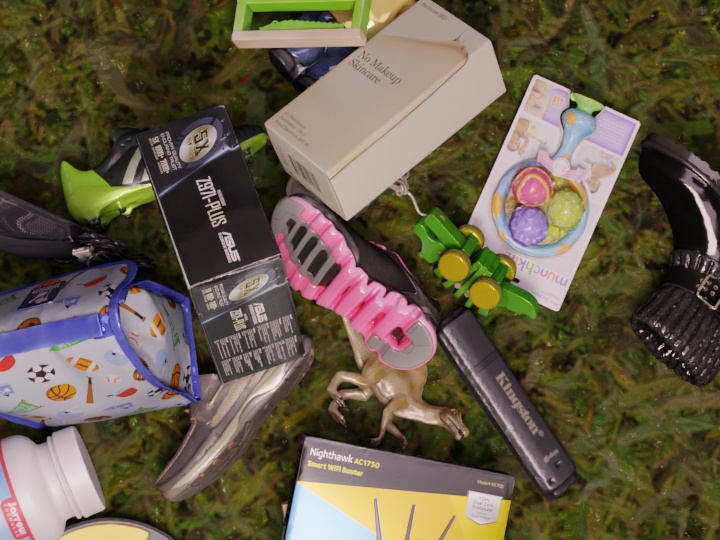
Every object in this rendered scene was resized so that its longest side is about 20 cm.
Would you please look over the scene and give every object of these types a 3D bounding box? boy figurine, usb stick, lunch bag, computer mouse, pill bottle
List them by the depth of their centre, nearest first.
[{"bbox_3d":[-0.252,0.066,1.647,0.169,0.200,0.125,-13,79,13],"label":"lunch bag"},{"bbox_3d":[-0.339,0.216,1.698,0.199,0.109,0.109,-22,88,-5],"label":"pill bottle"},{"bbox_3d":[-0.296,-0.031,1.708,0.199,0.138,0.053,23,88,17],"label":"computer mouse"},{"bbox_3d":[0.137,0.125,1.769,0.033,0.055,0.201,-34,90,38],"label":"usb stick"},{"bbox_3d":[0.000,-0.253,1.775,0.124,0.064,0.200,43,84,0],"label":"boy figurine"}]

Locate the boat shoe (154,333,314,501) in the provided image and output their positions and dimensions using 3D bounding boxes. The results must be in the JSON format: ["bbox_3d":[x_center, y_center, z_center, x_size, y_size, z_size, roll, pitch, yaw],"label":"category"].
[{"bbox_3d":[-0.127,0.127,1.746,0.073,0.075,0.200,38,78,14],"label":"boat shoe"}]

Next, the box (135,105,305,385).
[{"bbox_3d":[-0.122,-0.020,1.660,0.086,0.200,0.164,-19,62,-5],"label":"box"}]

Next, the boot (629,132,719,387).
[{"bbox_3d":[0.303,-0.010,1.774,0.158,0.079,0.211,-44,91,-5],"label":"boot"}]

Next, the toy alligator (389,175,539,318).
[{"bbox_3d":[0.083,-0.015,1.758,0.200,0.059,0.054,42,127,-5],"label":"toy alligator"}]

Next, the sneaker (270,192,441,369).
[{"bbox_3d":[0.000,0.000,1.732,0.200,0.095,0.079,46,124,-7],"label":"sneaker"}]

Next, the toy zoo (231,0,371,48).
[{"bbox_3d":[-0.045,-0.305,1.756,0.130,0.020,0.201,2,72,20],"label":"toy zoo"}]

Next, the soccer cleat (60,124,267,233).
[{"bbox_3d":[-0.187,-0.107,1.754,0.199,0.068,0.081,-22,78,-4],"label":"soccer cleat"}]

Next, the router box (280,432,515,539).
[{"bbox_3d":[0.029,0.241,1.711,0.199,0.051,0.150,11,88,-7],"label":"router box"}]

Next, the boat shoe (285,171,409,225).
[{"bbox_3d":[0.019,-0.111,1.776,0.200,0.072,0.068,-41,128,-12],"label":"boat shoe"}]

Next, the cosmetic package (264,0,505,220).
[{"bbox_3d":[0.023,-0.150,1.711,0.200,0.073,0.103,-41,51,-14],"label":"cosmetic package"}]

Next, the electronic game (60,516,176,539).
[{"bbox_3d":[-0.233,0.330,1.733,0.199,0.042,0.201,0,86,-5],"label":"electronic game"}]

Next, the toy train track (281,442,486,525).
[{"bbox_3d":[0.022,0.212,1.763,0.199,0.033,0.115,-8,96,-12],"label":"toy train track"}]

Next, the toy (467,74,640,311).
[{"bbox_3d":[0.180,-0.076,1.785,0.115,0.047,0.201,24,85,-1],"label":"toy"}]

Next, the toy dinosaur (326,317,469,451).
[{"bbox_3d":[0.013,0.100,1.769,0.101,0.058,0.200,-40,88,-22],"label":"toy dinosaur"}]
